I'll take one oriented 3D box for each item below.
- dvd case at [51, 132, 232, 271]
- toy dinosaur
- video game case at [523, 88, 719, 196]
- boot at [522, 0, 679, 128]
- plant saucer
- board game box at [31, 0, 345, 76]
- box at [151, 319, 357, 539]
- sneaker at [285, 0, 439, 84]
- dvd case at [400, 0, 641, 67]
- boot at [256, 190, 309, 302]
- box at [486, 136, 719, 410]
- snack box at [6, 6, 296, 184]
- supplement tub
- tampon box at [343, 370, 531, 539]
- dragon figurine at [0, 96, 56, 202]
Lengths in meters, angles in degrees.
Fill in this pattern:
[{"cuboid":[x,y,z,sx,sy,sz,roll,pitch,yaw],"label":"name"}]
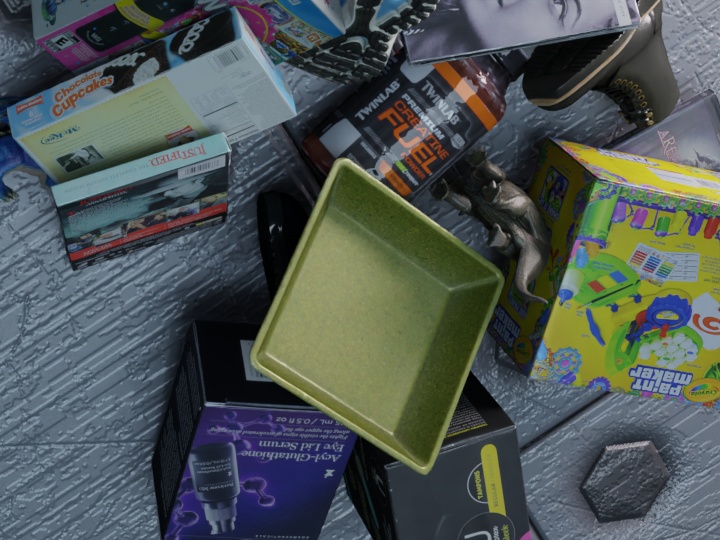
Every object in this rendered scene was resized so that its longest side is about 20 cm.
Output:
[{"cuboid":[-0.179,-0.054,1.565,0.146,0.200,0.022,-19,79,-9],"label":"dvd case"},{"cuboid":[0.127,-0.046,1.632,0.102,0.200,0.077,22,108,-48],"label":"toy dinosaur"},{"cuboid":[0.263,-0.062,1.752,0.200,0.019,0.143,-28,117,-4],"label":"video game case"},{"cuboid":[0.225,-0.162,1.658,0.200,0.077,0.138,-45,128,-34],"label":"boot"},{"cuboid":[0.006,0.040,1.581,0.200,0.048,0.200,35,66,-27],"label":"plant saucer"},{"cuboid":[-0.136,-0.207,1.486,0.200,0.064,0.148,-23,146,20],"label":"board game box"},{"cuboid":[-0.094,0.150,1.676,0.148,0.104,0.200,3,133,-16],"label":"box"},{"cuboid":[0.004,-0.225,1.568,0.078,0.090,0.200,22,147,-27],"label":"sneaker"},{"cuboid":[0.123,-0.256,1.595,0.200,0.016,0.149,-10,73,-7],"label":"dvd case"},{"cuboid":[0.000,0.000,1.693,0.168,0.076,0.200,-14,123,-8],"label":"boot"},{"cuboid":[0.246,0.004,1.694,0.200,0.122,0.193,11,108,-21],"label":"box"},{"cuboid":[-0.164,-0.126,1.496,0.200,0.037,0.116,-22,147,9],"label":"snack box"},{"cuboid":[0.052,-0.137,1.637,0.200,0.107,0.107,-43,118,3],"label":"supplement tub"},{"cuboid":[0.062,0.177,1.720,0.126,0.200,0.150,-16,116,-11],"label":"tampon box"},{"cuboid":[-0.279,-0.112,1.567,0.200,0.059,0.100,2,110,-23],"label":"dragon figurine"}]
